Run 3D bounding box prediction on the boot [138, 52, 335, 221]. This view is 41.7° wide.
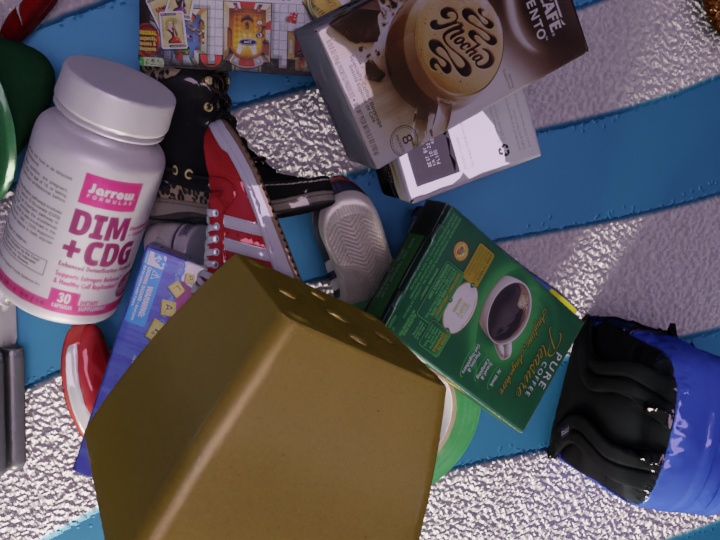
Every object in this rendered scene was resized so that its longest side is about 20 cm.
[{"bbox_3d":[-0.117,-0.122,0.827,0.200,0.073,0.157,1,94,26],"label":"boot"}]

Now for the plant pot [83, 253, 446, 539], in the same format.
[{"bbox_3d":[-0.056,0.108,0.655,0.198,0.200,0.179,24,98,-27],"label":"plant pot"}]

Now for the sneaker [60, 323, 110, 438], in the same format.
[{"bbox_3d":[-0.193,0.134,0.863,0.113,0.079,0.204,-9,112,8],"label":"sneaker"}]

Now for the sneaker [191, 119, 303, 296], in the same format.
[{"bbox_3d":[-0.111,-0.007,0.741,0.111,0.071,0.203,-22,96,-4],"label":"sneaker"}]

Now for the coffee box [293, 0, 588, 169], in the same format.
[{"bbox_3d":[0.063,-0.178,0.736,0.198,0.080,0.115,-30,109,-10],"label":"coffee box"}]

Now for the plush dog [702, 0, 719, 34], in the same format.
[{"bbox_3d":[0.431,-0.286,0.919,0.196,0.162,0.174,15,120,-10],"label":"plush dog"}]

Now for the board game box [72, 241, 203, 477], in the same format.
[{"bbox_3d":[-0.119,0.105,0.805,0.196,0.041,0.204,19,94,-4],"label":"board game box"}]

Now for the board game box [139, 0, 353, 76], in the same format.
[{"bbox_3d":[-0.088,-0.217,0.780,0.196,0.023,0.107,5,102,10],"label":"board game box"}]

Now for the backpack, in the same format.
[{"bbox_3d":[0.293,0.135,0.901,0.164,0.200,0.166,7,95,-11],"label":"backpack"}]

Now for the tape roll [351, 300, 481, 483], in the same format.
[{"bbox_3d":[0.016,0.127,0.895,0.196,0.048,0.204,-6,116,-12],"label":"tape roll"}]

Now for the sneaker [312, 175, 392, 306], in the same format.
[{"bbox_3d":[0.000,0.000,0.903,0.073,0.085,0.203,-15,123,-7],"label":"sneaker"}]

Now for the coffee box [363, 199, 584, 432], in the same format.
[{"bbox_3d":[0.103,0.045,0.837,0.199,0.044,0.124,35,81,-31],"label":"coffee box"}]

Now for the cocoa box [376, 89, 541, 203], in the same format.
[{"bbox_3d":[0.061,-0.179,0.856,0.131,0.131,0.204,-19,99,-6],"label":"cocoa box"}]

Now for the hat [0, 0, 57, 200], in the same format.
[{"bbox_3d":[-0.291,-0.167,0.842,0.167,0.175,0.200,51,131,5],"label":"hat"}]

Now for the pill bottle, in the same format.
[{"bbox_3d":[-0.231,-0.068,0.798,0.111,0.114,0.203,19,111,-12],"label":"pill bottle"}]

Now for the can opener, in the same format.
[{"bbox_3d":[-0.339,0.085,0.863,0.065,0.052,0.205,0,96,25],"label":"can opener"}]

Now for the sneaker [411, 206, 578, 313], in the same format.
[{"bbox_3d":[0.121,0.016,0.923,0.199,0.066,0.079,36,89,-13],"label":"sneaker"}]

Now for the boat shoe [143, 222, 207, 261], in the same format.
[{"bbox_3d":[-0.166,0.052,0.878,0.069,0.071,0.204,8,115,26],"label":"boat shoe"}]
